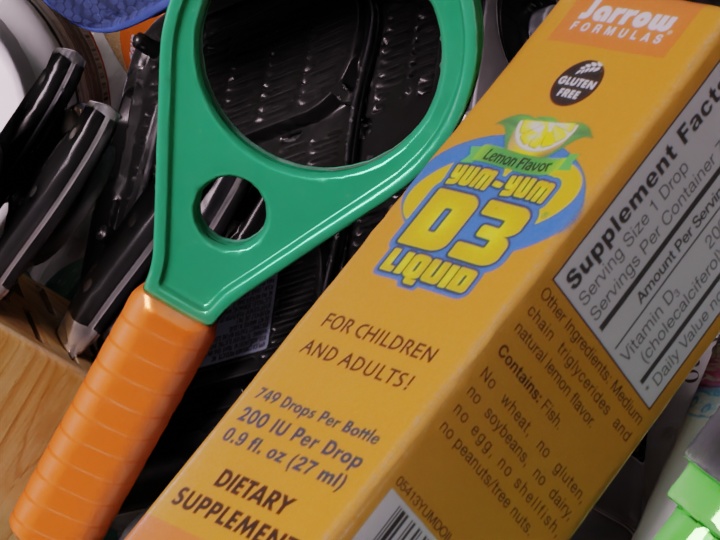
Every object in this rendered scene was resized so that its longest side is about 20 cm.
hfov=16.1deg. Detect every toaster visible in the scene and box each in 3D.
[{"bbox_3d":[0.000,0.000,0.779,0.199,0.118,0.182,-17,54,42],"label":"toaster"}]

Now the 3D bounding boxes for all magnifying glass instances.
[{"bbox_3d":[-0.036,-0.010,0.659,0.079,0.022,0.201,29,105,-2],"label":"magnifying glass"}]

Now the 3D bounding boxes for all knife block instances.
[{"bbox_3d":[-0.095,0.044,0.719,0.175,0.201,0.064,-14,26,-12],"label":"knife block"}]

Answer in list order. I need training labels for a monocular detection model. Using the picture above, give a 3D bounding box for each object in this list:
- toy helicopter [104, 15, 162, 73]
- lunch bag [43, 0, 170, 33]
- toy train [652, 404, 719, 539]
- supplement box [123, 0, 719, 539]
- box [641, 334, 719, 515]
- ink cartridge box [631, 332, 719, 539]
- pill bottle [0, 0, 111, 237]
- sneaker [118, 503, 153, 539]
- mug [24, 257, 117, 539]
[{"bbox_3d":[-0.087,-0.150,0.905,0.079,0.201,0.132,-30,21,-32],"label":"toy helicopter"},{"bbox_3d":[-0.013,-0.165,0.711,0.200,0.132,0.136,-17,101,43],"label":"lunch bag"},{"bbox_3d":[0.091,0.060,0.580,0.042,0.056,0.200,37,91,39],"label":"toy train"},{"bbox_3d":[0.028,0.023,0.613,0.066,0.069,0.200,16,60,50],"label":"supplement box"},{"bbox_3d":[0.101,0.073,0.760,0.039,0.041,0.201,-4,66,30],"label":"box"},{"bbox_3d":[0.176,0.058,0.654,0.144,0.145,0.201,18,78,37],"label":"ink cartridge box"},{"bbox_3d":[-0.147,-0.050,0.847,0.113,0.200,0.115,0,96,0],"label":"pill bottle"},{"bbox_3d":[-0.025,0.099,0.680,0.200,0.087,0.074,-15,37,52],"label":"sneaker"},{"bbox_3d":[-0.142,0.076,0.842,0.184,0.152,0.115,-23,97,6],"label":"mug"}]
